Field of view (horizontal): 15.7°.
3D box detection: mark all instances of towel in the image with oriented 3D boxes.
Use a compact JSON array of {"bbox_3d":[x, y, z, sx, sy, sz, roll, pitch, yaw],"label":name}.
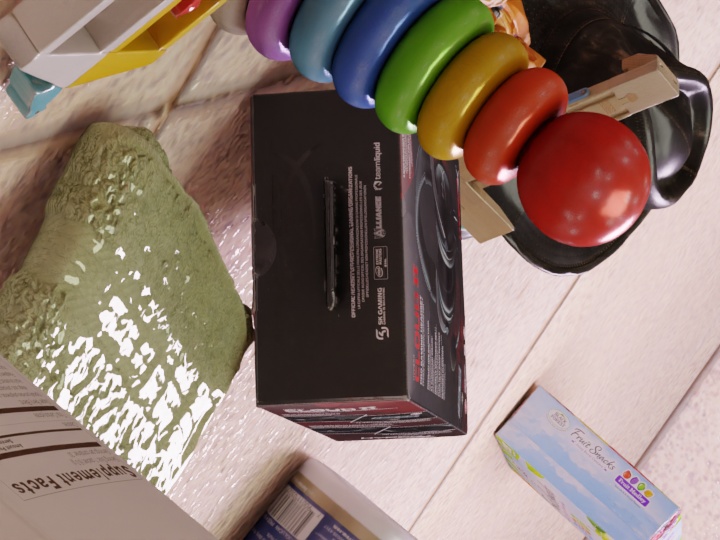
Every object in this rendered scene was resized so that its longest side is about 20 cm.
[{"bbox_3d":[-0.107,0.037,1.117,0.149,0.036,0.200,-63,157,-19],"label":"towel"}]

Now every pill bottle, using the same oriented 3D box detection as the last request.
[{"bbox_3d":[-0.053,0.235,1.752,0.200,0.111,0.111,-51,166,-2],"label":"pill bottle"}]

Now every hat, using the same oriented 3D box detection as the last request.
[{"bbox_3d":[0.145,-0.086,1.462,0.200,0.081,0.201,-15,111,-43],"label":"hat"}]

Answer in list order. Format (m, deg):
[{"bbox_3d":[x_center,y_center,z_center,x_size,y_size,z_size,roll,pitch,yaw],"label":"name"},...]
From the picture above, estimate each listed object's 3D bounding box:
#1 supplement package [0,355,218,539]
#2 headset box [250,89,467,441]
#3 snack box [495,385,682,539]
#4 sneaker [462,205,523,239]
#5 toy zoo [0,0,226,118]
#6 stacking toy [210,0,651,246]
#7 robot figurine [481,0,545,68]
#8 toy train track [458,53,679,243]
[{"bbox_3d":[-0.156,0.098,0.903,0.121,0.200,0.120,-54,166,10],"label":"supplement package"},{"bbox_3d":[0.000,0.000,1.265,0.200,0.077,0.149,43,44,-76],"label":"headset box"},{"bbox_3d":[0.209,0.196,2.363,0.068,0.169,0.200,-47,166,-6],"label":"snack box"},{"bbox_3d":[0.074,-0.047,1.543,0.200,0.078,0.091,-30,159,-52],"label":"sneaker"},{"bbox_3d":[-0.054,-0.123,0.953,0.200,0.020,0.131,-37,175,17],"label":"toy zoo"},{"bbox_3d":[0.035,-0.081,1.067,0.085,0.200,0.085,-48,166,-16],"label":"stacking toy"},{"bbox_3d":[0.073,-0.157,1.289,0.145,0.058,0.200,-54,166,4],"label":"robot figurine"},{"bbox_3d":[0.077,-0.075,1.386,0.200,0.115,0.033,-21,-136,29],"label":"toy train track"}]
